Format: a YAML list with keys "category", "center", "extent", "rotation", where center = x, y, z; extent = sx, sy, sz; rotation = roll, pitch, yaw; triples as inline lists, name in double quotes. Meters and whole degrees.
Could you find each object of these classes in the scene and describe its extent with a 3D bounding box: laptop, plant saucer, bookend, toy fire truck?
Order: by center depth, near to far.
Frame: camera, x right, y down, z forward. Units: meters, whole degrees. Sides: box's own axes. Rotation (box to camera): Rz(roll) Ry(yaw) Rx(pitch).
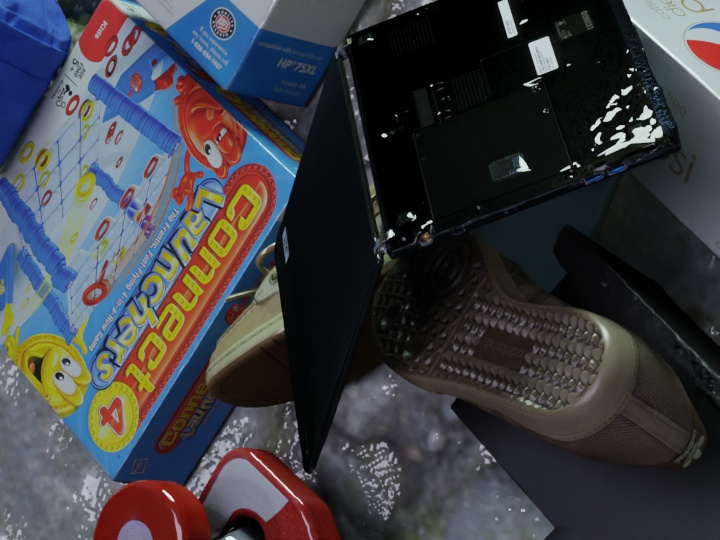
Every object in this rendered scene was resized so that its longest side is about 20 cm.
- category: "laptop"
  center: [0.042, -0.032, 1.000]
  extent: [0.199, 0.104, 0.178]
  rotation: [-21, 36, 7]
- category: "bookend"
  center: [0.107, 0.125, 1.008]
  extent: [0.200, 0.092, 0.199]
  rotation: [-49, 54, 9]
- category: "plant saucer"
  center: [0.081, -0.014, 1.078]
  extent: [0.070, 0.019, 0.201]
  rotation: [44, 130, 31]
- category: "toy fire truck"
  center: [-0.066, 0.202, 1.140]
  extent: [0.168, 0.112, 0.200]
  rotation: [41, 107, 32]

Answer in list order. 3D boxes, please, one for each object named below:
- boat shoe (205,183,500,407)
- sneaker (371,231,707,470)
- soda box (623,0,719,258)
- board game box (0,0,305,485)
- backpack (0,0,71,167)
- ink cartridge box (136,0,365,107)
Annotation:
- category: "boat shoe"
  center: [0.000, 0.000, 1.158]
  extent: [0.200, 0.073, 0.063]
  rotation: [-34, 55, 16]
- category: "sneaker"
  center: [0.071, 0.041, 0.966]
  extent: [0.071, 0.075, 0.200]
  rotation: [-54, 29, 0]
- category: "soda box"
  center: [0.140, -0.092, 1.051]
  extent: [0.200, 0.063, 0.068]
  rotation: [48, 138, 34]
- category: "board game box"
  center: [-0.122, -0.017, 1.261]
  extent: [0.196, 0.056, 0.200]
  rotation: [43, 108, 36]
- category: "backpack"
  center: [-0.260, -0.161, 1.304]
  extent: [0.168, 0.162, 0.200]
  rotation: [-57, 38, 13]
- category: "ink cartridge box"
  center: [-0.034, -0.204, 1.214]
  extent: [0.116, 0.067, 0.200]
  rotation: [46, 113, 35]
